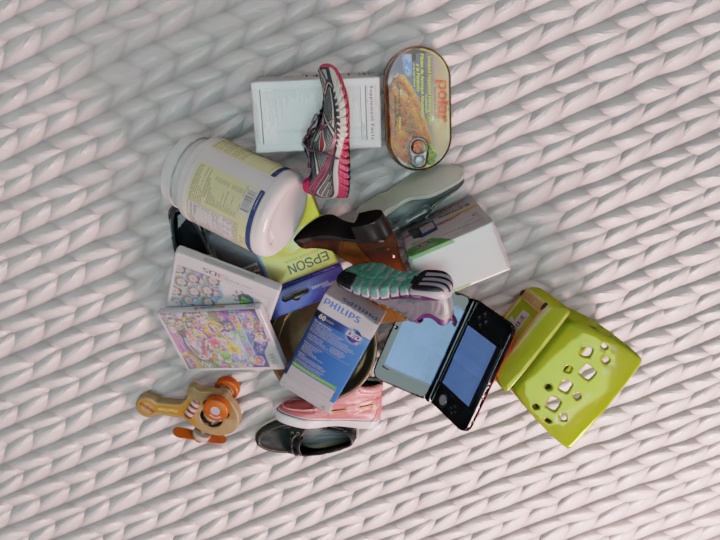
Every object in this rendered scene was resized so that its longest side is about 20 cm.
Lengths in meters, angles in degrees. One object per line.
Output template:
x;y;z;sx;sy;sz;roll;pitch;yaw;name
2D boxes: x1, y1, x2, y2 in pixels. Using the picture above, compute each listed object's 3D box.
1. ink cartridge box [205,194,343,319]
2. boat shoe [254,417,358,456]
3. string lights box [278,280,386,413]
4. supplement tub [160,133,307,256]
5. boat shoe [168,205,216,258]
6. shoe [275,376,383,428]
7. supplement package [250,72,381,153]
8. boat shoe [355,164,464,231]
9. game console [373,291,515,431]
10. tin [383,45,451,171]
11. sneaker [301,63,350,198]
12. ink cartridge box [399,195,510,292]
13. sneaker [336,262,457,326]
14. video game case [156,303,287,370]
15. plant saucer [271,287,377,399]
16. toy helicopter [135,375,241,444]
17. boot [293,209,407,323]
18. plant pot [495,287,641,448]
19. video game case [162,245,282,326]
-0.142;-0.022;1.298;0.196;0.047;0.201;-22;97;4;ink cartridge box
-0.102;0.317;1.411;0.198;0.066;0.075;0;109;-2;boat shoe
-0.048;0.130;1.261;0.102;0.059;0.201;31;116;4;string lights box
-0.200;-0.124;1.197;0.199;0.145;0.146;26;107;15;supplement tub
-0.283;-0.020;1.295;0.074;0.062;0.202;-9;108;-1;boat shoe
-0.056;0.236;1.389;0.198;0.072;0.092;4;106;-9;shoe
-0.068;-0.254;1.204;0.198;0.110;0.115;-2;108;-2;supplement package
0.090;-0.116;1.288;0.199;0.073;0.062;-26;132;5;boat shoe
0.138;0.140;1.271;0.118;0.172;0.201;16;103;-32;game console
0.094;-0.268;1.246;0.111;0.042;0.202;-2;108;2;tin
-0.052;-0.204;1.121;0.074;0.081;0.202;0;109;-1;sneaker
0.148;-0.040;1.238;0.144;0.200;0.088;-23;105;6;ink cartridge box
0.052;0.045;1.147;0.199;0.074;0.088;8;127;35;sneaker
-0.240;0.119;1.311;0.198;0.018;0.144;-4;128;19;video game case
-0.067;0.132;1.344;0.198;0.029;0.202;0;90;4;plant saucer
-0.318;0.265;1.393;0.198;0.079;0.133;5;117;7;toy helicopter
0.000;0.000;1.248;0.187;0.069;0.201;-10;122;28;boot
0.328;0.150;1.307;0.181;0.199;0.200;37;97;-10;plant pot
-0.241;0.061;1.290;0.181;0.024;0.201;21;134;-3;video game case
